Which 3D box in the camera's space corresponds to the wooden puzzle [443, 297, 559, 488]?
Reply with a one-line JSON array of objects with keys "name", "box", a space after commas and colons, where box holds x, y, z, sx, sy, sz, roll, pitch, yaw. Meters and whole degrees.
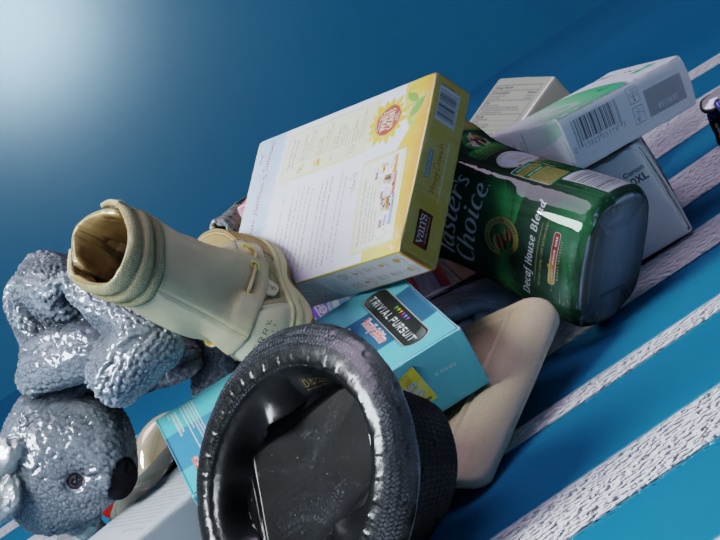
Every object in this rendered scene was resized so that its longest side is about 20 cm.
[{"name": "wooden puzzle", "box": [0.031, 0.108, 1.271, 0.200, 0.037, 0.185, -21, 26, 36]}]

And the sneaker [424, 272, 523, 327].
[{"name": "sneaker", "box": [0.045, 0.064, 1.412, 0.200, 0.075, 0.115, -28, 7, 18]}]

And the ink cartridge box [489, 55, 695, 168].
[{"name": "ink cartridge box", "box": [0.138, -0.108, 1.491, 0.161, 0.050, 0.200, -29, 15, -40]}]

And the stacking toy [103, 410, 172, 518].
[{"name": "stacking toy", "box": [-0.185, 0.183, 1.653, 0.085, 0.085, 0.200, -38, 2, -31]}]

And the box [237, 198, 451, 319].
[{"name": "box", "box": [0.000, 0.000, 1.525, 0.095, 0.200, 0.103, -29, 10, 17]}]

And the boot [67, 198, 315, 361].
[{"name": "boot", "box": [-0.127, -0.003, 1.298, 0.073, 0.155, 0.200, -59, 26, 11]}]

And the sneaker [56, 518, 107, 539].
[{"name": "sneaker", "box": [-0.241, 0.243, 1.496, 0.115, 0.075, 0.200, -38, 10, -13]}]

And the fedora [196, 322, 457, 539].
[{"name": "fedora", "box": [-0.009, 0.126, 1.121, 0.092, 0.201, 0.200, 4, -19, -39]}]

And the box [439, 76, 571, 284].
[{"name": "box", "box": [0.118, -0.073, 1.689, 0.200, 0.078, 0.095, -54, 25, -14]}]

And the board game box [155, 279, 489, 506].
[{"name": "board game box", "box": [-0.030, 0.088, 1.265, 0.200, 0.047, 0.151, -32, 20, -5]}]

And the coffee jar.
[{"name": "coffee jar", "box": [0.104, -0.041, 1.372, 0.200, 0.104, 0.085, 24, 31, 36]}]

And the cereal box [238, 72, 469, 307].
[{"name": "cereal box", "box": [-0.013, -0.049, 1.361, 0.200, 0.039, 0.144, -17, 53, 47]}]

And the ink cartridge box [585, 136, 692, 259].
[{"name": "ink cartridge box", "box": [0.177, -0.047, 1.526, 0.145, 0.084, 0.200, -32, 8, 10]}]

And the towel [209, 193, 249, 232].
[{"name": "towel", "box": [-0.047, 0.027, 1.568, 0.035, 0.200, 0.193, -29, 6, 18]}]

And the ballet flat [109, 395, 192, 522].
[{"name": "ballet flat", "box": [-0.121, 0.146, 1.503, 0.200, 0.067, 0.064, -53, 48, 7]}]

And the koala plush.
[{"name": "koala plush", "box": [-0.205, 0.104, 1.389, 0.177, 0.184, 0.200, 16, -81, -62]}]

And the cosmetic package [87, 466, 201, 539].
[{"name": "cosmetic package", "box": [-0.114, 0.182, 1.351, 0.200, 0.071, 0.101, -38, 10, -31]}]

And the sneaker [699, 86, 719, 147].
[{"name": "sneaker", "box": [0.330, -0.129, 1.476, 0.115, 0.081, 0.199, -36, 1, 5]}]
